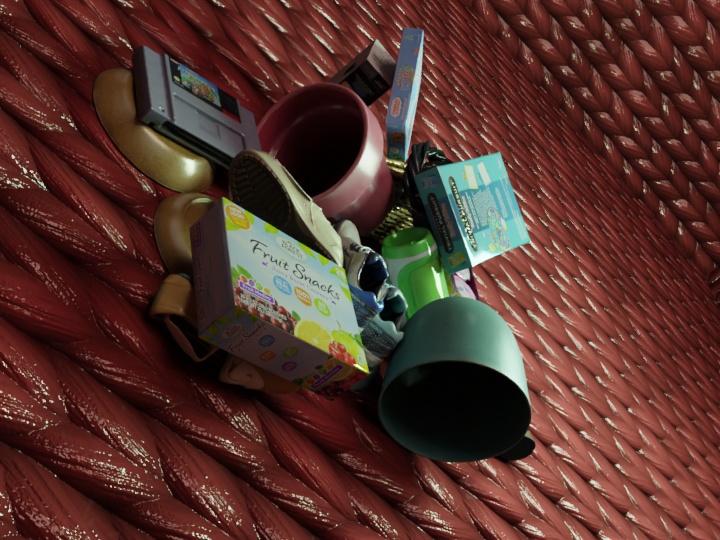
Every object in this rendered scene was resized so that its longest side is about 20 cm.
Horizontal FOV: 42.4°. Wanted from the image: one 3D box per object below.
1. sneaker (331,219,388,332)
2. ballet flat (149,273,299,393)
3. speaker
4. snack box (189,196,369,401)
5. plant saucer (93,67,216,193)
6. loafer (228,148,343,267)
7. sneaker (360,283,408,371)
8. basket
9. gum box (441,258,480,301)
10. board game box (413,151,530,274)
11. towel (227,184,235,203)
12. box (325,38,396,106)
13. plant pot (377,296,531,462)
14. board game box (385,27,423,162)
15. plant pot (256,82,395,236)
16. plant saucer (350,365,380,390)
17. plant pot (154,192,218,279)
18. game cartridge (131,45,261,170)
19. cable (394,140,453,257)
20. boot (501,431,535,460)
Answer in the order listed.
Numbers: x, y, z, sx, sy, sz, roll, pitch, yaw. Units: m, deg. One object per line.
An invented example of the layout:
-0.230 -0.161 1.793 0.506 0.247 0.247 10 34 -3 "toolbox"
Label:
0.000 0.000 1.226 0.077 0.085 0.201 37 31 -35 "sneaker"
-0.154 0.088 1.034 0.200 0.069 0.063 43 56 -16 "ballet flat"
0.089 0.042 1.368 0.089 0.088 0.201 -62 140 -62 "speaker"
-0.093 0.033 1.042 0.200 0.068 0.169 33 30 -37 "snack box"
-0.255 -0.193 1.213 0.200 0.035 0.201 40 29 -28 "plant saucer"
-0.091 -0.069 1.173 0.201 0.075 0.068 55 24 -14 "loafer"
0.029 0.048 1.280 0.078 0.086 0.201 38 30 -29 "sneaker"
0.054 -0.147 1.547 0.200 0.149 0.143 4 55 -57 "basket"
0.118 0.012 1.500 0.066 0.113 0.201 35 32 -34 "gum box"
0.172 -0.091 1.401 0.200 0.047 0.152 -19 90 -53 "board game box"
-0.093 -0.007 1.207 0.200 0.032 0.192 37 31 -33 "towel"
-0.036 -0.272 1.489 0.060 0.200 0.117 47 25 -16 "box"
0.129 0.134 1.258 0.200 0.200 0.161 41 34 -24 "plant pot"
0.070 -0.273 1.471 0.200 0.036 0.152 79 21 -81 "board game box"
-0.041 -0.143 1.361 0.179 0.199 0.201 44 23 -55 "plant pot"
-0.035 0.069 1.277 0.200 0.027 0.201 40 29 -28 "plant saucer"
-0.170 -0.019 1.158 0.200 0.027 0.201 39 29 -27 "plant pot"
-0.211 -0.207 1.229 0.200 0.038 0.130 27 40 -43 "game cartridge"
0.127 -0.104 1.432 0.200 0.051 0.164 37 47 -35 "cable"
0.191 0.217 1.442 0.200 0.075 0.097 42 16 -38 "boot"
